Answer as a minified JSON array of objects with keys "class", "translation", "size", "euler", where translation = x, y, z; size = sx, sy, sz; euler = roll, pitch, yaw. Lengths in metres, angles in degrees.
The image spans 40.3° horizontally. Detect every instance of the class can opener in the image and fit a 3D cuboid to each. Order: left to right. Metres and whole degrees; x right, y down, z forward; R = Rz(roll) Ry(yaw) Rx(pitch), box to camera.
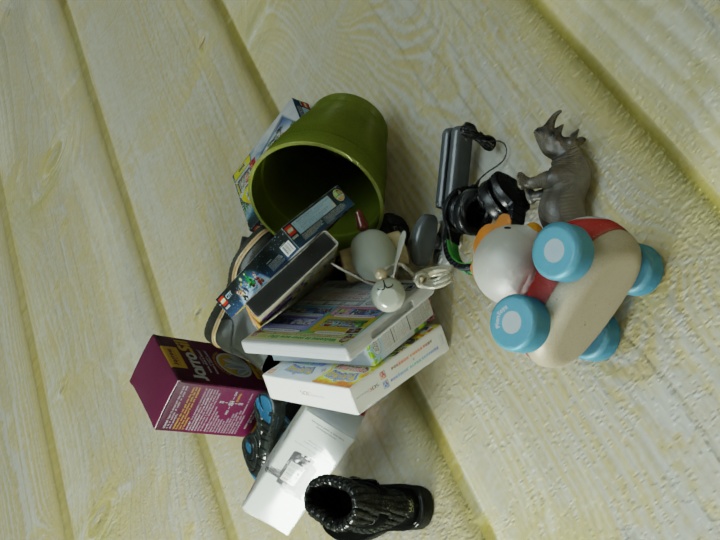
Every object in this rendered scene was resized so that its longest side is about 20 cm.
[{"class":"can opener","translation":[0.117,-0.102,1.359],"size":[0.053,0.066,0.201],"euler":[5,85,63]}]

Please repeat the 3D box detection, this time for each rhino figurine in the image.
[{"class":"rhino figurine","translation":[0.242,-0.102,1.211],"size":[0.087,0.060,0.201],"euler":[0,78,31]}]

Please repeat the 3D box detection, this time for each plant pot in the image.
[{"class":"plant pot","translation":[-0.042,-0.160,1.453],"size":[0.200,0.200,0.193],"euler":[-36,23,38]}]

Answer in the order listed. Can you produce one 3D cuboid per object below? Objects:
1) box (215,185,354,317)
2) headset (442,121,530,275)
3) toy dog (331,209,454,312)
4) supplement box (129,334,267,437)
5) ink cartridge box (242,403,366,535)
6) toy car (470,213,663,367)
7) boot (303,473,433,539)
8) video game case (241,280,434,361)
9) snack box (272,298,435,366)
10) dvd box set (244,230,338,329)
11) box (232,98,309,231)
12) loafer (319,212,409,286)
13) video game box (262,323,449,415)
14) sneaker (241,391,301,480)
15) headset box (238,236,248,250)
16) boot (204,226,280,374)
[{"class":"box","translation":[-0.107,-0.025,1.361],"size":[0.038,0.137,0.200],"euler":[47,134,-1]},{"class":"headset","translation":[0.155,-0.094,1.287],"size":[0.123,0.094,0.201],"euler":[-19,52,46]},{"class":"toy dog","translation":[0.021,-0.021,1.287],"size":[0.200,0.132,0.097],"euler":[20,134,63]},{"class":"supplement box","translation":[-0.257,0.192,1.617],"size":[0.131,0.199,0.103],"euler":[49,117,44]},{"class":"ink cartridge box","translation":[-0.076,0.261,1.422],"size":[0.200,0.083,0.145],"euler":[-58,1,23]},{"class":"toy car","translation":[0.201,-0.009,1.120],"size":[0.200,0.184,0.177],"euler":[43,113,39]},{"class":"boot","translation":[-0.023,0.323,1.330],"size":[0.211,0.157,0.080],"euler":[-26,63,42]},{"class":"video game case","translation":[-0.031,0.062,1.293],"size":[0.200,0.182,0.022],"euler":[0,116,44]},{"class":"snack box","translation":[-0.017,0.075,1.363],"size":[0.200,0.142,0.053],"euler":[-2,112,44]},{"class":"dvd box set","translation":[-0.094,0.021,1.358],"size":[0.146,0.200,0.029],"euler":[-43,85,-9]},{"class":"box","translation":[-0.141,-0.178,1.699],"size":[0.200,0.038,0.137],"euler":[-47,48,31]},{"class":"loafer","translation":[0.000,0.000,1.462],"size":[0.201,0.068,0.071],"euler":[-47,30,26]},{"class":"video game box","translation":[-0.009,0.128,1.362],"size":[0.200,0.182,0.047],"euler":[0,117,50]},{"class":"sneaker","translation":[-0.133,0.263,1.558],"size":[0.073,0.082,0.200],"euler":[55,140,31]},{"class":"headset box","translation":[-0.134,0.045,1.595],"size":[0.200,0.093,0.175],"euler":[12,89,51]},{"class":"boot","translation":[-0.140,0.048,1.490],"size":[0.138,0.077,0.201],"euler":[28,100,34]}]
